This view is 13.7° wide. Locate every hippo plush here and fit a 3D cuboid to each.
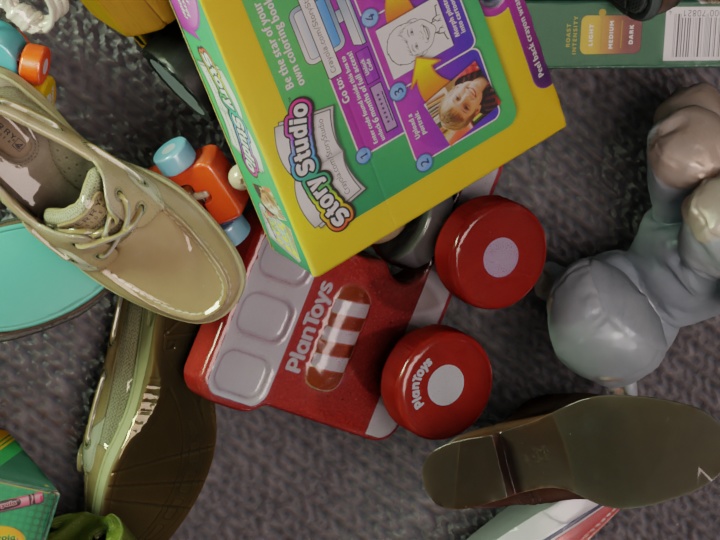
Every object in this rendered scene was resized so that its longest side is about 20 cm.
[{"bbox_3d":[0.178,-0.013,1.829,0.161,0.200,0.159,-28,94,15],"label":"hippo plush"}]

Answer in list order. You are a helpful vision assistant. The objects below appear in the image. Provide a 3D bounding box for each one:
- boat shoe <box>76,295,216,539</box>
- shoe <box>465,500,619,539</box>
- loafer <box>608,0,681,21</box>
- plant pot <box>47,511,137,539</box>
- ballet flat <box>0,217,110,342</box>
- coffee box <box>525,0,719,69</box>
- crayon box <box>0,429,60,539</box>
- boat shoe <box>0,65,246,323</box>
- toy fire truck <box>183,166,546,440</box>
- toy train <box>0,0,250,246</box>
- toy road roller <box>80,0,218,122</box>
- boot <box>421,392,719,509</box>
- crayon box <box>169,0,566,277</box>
[{"bbox_3d":[-0.128,0.075,1.771,0.073,0.063,0.201,-3,112,-38],"label":"boat shoe"},{"bbox_3d":[0.104,0.202,1.870,0.200,0.071,0.091,-36,97,-3],"label":"shoe"},{"bbox_3d":[0.142,-0.229,1.727,0.063,0.200,0.072,-16,147,-24],"label":"loafer"},{"bbox_3d":[-0.151,0.247,1.727,0.200,0.200,0.190,-30,109,-11],"label":"plant pot"},{"bbox_3d":[-0.232,0.017,1.703,0.200,0.068,0.068,-20,92,-8],"label":"ballet flat"},{"bbox_3d":[0.121,-0.150,1.766,0.200,0.123,0.044,-2,106,-19],"label":"coffee box"},{"bbox_3d":[-0.282,0.113,1.680,0.200,0.119,0.058,14,98,-24],"label":"crayon box"},{"bbox_3d":[-0.149,-0.034,1.637,0.200,0.065,0.072,40,102,-12],"label":"boat shoe"},{"bbox_3d":[0.000,0.000,1.752,0.168,0.112,0.200,19,95,-33],"label":"toy fire truck"},{"bbox_3d":[-0.152,-0.087,1.688,0.150,0.056,0.200,-24,117,31],"label":"toy train"},{"bbox_3d":[-0.112,-0.189,1.644,0.123,0.146,0.200,-45,125,-7],"label":"toy road roller"},{"bbox_3d":[0.148,0.099,1.777,0.186,0.200,0.064,-5,91,20],"label":"boot"},{"bbox_3d":[0.002,-0.124,1.612,0.172,0.058,0.200,-31,122,-15],"label":"crayon box"}]
